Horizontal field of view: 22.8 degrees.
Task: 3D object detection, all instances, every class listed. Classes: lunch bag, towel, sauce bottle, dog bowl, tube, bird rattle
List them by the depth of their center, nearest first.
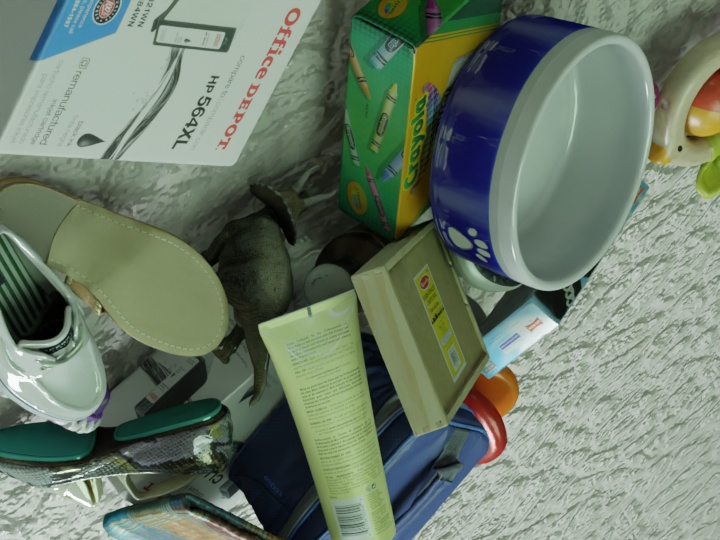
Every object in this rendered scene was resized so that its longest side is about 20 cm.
[{"bbox_3d":[-0.017,0.114,1.326,0.058,0.052,0.201,-47,130,-51],"label":"tube"},{"bbox_3d":[0.141,-0.090,1.359,0.200,0.079,0.201,-31,131,-43],"label":"dog bowl"},{"bbox_3d":[-0.112,0.216,1.390,0.200,0.146,0.022,-24,-139,63],"label":"towel"},{"bbox_3d":[0.000,0.000,1.402,0.065,0.065,0.200,-52,175,17],"label":"sauce bottle"},{"bbox_3d":[0.010,0.155,1.456,0.200,0.132,0.136,-49,149,13],"label":"lunch bag"},{"bbox_3d":[0.328,-0.157,1.595,0.163,0.113,0.201,-13,139,-44],"label":"bird rattle"}]

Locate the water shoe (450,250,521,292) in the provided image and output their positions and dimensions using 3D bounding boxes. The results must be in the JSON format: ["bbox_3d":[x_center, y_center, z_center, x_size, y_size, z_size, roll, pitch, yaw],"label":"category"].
[{"bbox_3d":[0.108,-0.025,1.503,0.200,0.079,0.072,-24,107,-59],"label":"water shoe"}]

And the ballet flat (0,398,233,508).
[{"bbox_3d":[-0.192,0.147,1.365,0.199,0.072,0.072,-9,147,6],"label":"ballet flat"}]

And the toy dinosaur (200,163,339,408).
[{"bbox_3d":[-0.083,0.005,1.335,0.077,0.201,0.102,31,131,-24],"label":"toy dinosaur"}]

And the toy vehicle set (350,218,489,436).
[{"bbox_3d":[0.050,0.038,1.354,0.026,0.125,0.200,-20,-174,16],"label":"toy vehicle set"}]

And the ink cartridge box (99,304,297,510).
[{"bbox_3d":[-0.116,0.113,1.471,0.200,0.084,0.144,-41,150,1],"label":"ink cartridge box"}]

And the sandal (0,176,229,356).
[{"bbox_3d":[-0.186,-0.013,1.268,0.211,0.070,0.078,32,90,-35],"label":"sandal"}]

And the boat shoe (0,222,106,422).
[{"bbox_3d":[-0.218,0.040,1.183,0.074,0.067,0.200,-53,136,-20],"label":"boat shoe"}]

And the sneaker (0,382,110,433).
[{"bbox_3d":[-0.230,0.053,1.288,0.089,0.080,0.200,-57,151,-5],"label":"sneaker"}]

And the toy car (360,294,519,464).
[{"bbox_3d":[0.055,0.130,1.616,0.199,0.150,0.175,-25,145,-25],"label":"toy car"}]

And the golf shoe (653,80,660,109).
[{"bbox_3d":[0.168,-0.122,1.524,0.199,0.076,0.092,-22,165,-30],"label":"golf shoe"}]

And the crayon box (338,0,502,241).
[{"bbox_3d":[0.044,-0.134,1.337,0.119,0.058,0.200,-44,154,-34],"label":"crayon box"}]

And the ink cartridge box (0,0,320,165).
[{"bbox_3d":[-0.141,-0.149,1.122,0.199,0.084,0.146,-1,130,-46],"label":"ink cartridge box"}]

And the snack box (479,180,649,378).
[{"bbox_3d":[0.174,0.000,1.582,0.200,0.037,0.116,-51,-175,-39],"label":"snack box"}]
